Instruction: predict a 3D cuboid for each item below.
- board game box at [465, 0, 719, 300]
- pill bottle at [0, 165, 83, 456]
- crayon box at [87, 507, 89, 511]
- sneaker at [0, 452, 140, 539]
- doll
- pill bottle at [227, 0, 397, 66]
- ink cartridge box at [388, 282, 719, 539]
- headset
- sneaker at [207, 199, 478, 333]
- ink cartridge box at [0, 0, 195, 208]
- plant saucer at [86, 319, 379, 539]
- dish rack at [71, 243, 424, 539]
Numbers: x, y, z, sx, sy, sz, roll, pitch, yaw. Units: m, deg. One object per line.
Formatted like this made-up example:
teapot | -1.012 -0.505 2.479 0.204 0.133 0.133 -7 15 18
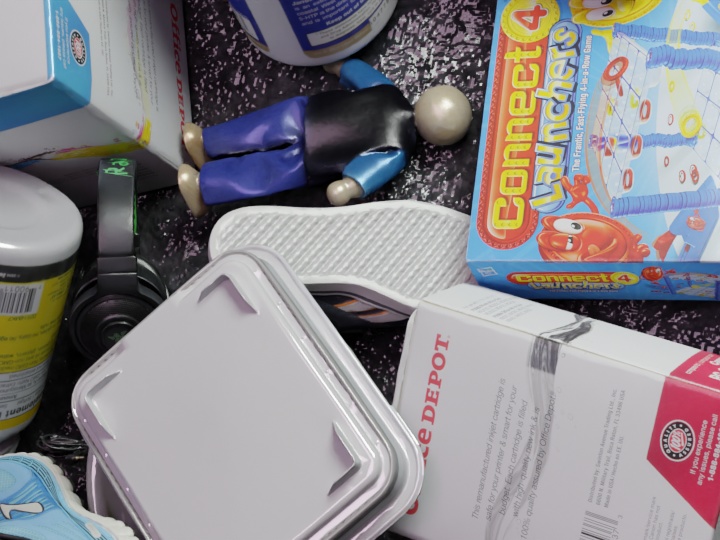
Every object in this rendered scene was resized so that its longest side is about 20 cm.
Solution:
board game box | 0.174 -0.083 1.014 0.194 0.056 0.202 0 66 19
pill bottle | -0.258 0.041 1.086 0.114 0.114 0.201 33 119 25
crayon box | -0.117 0.237 1.048 0.119 0.058 0.200 -48 65 2
sneaker | -0.213 0.163 1.001 0.199 0.089 0.079 15 102 50
doll | -0.022 -0.093 1.109 0.198 0.049 0.137 -10 51 16
pill bottle | -0.052 -0.235 1.068 0.118 0.200 0.121 -7 61 12
ink cartridge box | 0.122 0.104 0.958 0.198 0.083 0.147 17 107 23
headset | -0.173 0.027 1.094 0.093 0.124 0.202 -2 98 -6
sneaker | 0.000 0.000 1.068 0.198 0.080 0.079 6 67 -4
ink cartridge box | -0.221 -0.142 1.114 0.145 0.200 0.148 -13 71 18
plant saucer | -0.071 0.120 1.012 0.198 0.050 0.202 -7 71 21
dish rack | -0.077 0.096 0.966 0.171 0.044 0.201 -41 65 9
